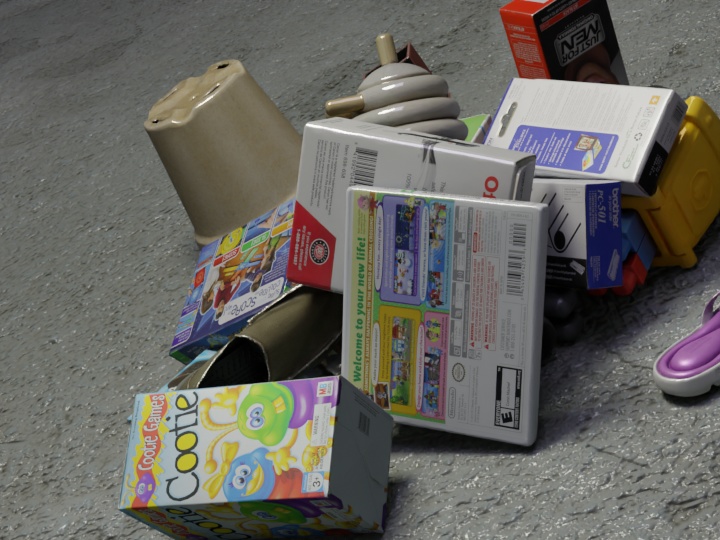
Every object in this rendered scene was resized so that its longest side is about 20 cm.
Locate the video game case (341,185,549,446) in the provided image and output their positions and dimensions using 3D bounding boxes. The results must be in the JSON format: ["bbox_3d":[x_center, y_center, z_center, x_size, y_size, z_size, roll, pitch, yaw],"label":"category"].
[{"bbox_3d":[0.068,0.036,1.268,0.180,0.203,0.022,7,12,26],"label":"video game case"}]

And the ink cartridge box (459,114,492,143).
[{"bbox_3d":[0.094,-0.065,1.548,0.059,0.105,0.200,-6,31,30],"label":"ink cartridge box"}]

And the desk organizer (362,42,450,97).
[{"bbox_3d":[0.047,-0.171,1.590,0.071,0.077,0.200,-34,16,14],"label":"desk organizer"}]

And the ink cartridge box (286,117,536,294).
[{"bbox_3d":[0.046,-0.047,1.330,0.198,0.146,0.084,12,14,18],"label":"ink cartridge box"}]

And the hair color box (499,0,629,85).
[{"bbox_3d":[0.227,-0.206,1.596,0.101,0.201,0.061,-33,30,-21],"label":"hair color box"}]

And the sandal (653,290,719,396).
[{"bbox_3d":[0.321,0.034,1.263,0.082,0.050,0.202,11,42,47],"label":"sandal"}]

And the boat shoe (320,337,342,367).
[{"bbox_3d":[-0.063,0.059,1.503,0.076,0.072,0.200,-48,28,5],"label":"boat shoe"}]

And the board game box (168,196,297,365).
[{"bbox_3d":[-0.111,0.010,1.518,0.199,0.034,0.137,-24,42,46],"label":"board game box"}]

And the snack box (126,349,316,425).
[{"bbox_3d":[-0.118,0.137,1.418,0.199,0.037,0.116,10,42,45],"label":"snack box"}]

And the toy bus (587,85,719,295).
[{"bbox_3d":[0.239,-0.062,1.435,0.199,0.136,0.193,2,52,42],"label":"toy bus"}]

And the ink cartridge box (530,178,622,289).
[{"bbox_3d":[0.163,-0.037,1.391,0.044,0.095,0.199,-6,7,-30],"label":"ink cartridge box"}]

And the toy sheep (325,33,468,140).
[{"bbox_3d":[0.038,-0.126,1.430,0.136,0.202,0.138,-12,2,0],"label":"toy sheep"}]

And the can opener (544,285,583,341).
[{"bbox_3d":[0.112,0.042,1.404,0.198,0.053,0.067,2,37,35],"label":"can opener"}]

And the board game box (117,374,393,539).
[{"bbox_3d":[-0.086,0.160,1.245,0.198,0.105,0.104,-7,62,27],"label":"board game box"}]

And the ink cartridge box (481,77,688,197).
[{"bbox_3d":[0.203,-0.127,1.400,0.199,0.037,0.095,14,75,46],"label":"ink cartridge box"}]

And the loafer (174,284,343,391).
[{"bbox_3d":[-0.082,0.078,1.361,0.200,0.075,0.070,-41,3,-15],"label":"loafer"}]

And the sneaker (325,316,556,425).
[{"bbox_3d":[0.072,0.074,1.365,0.198,0.060,0.104,-28,32,-2],"label":"sneaker"}]

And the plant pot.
[{"bbox_3d":[-0.147,-0.131,1.723,0.199,0.184,0.201,-27,23,13],"label":"plant pot"}]
